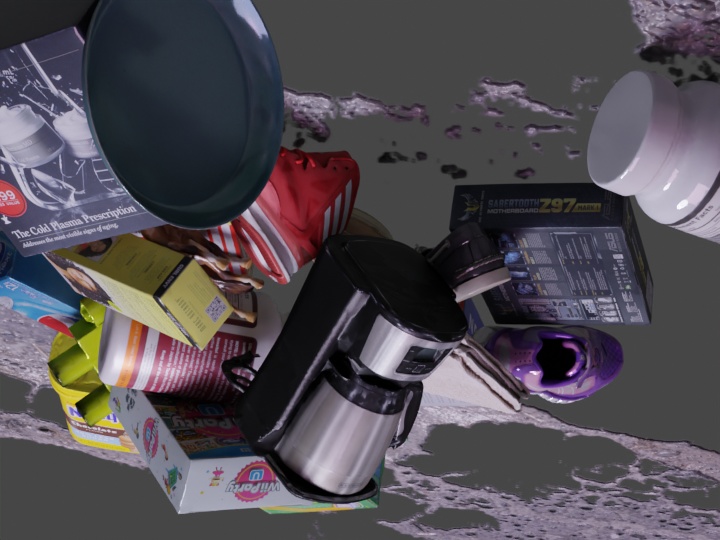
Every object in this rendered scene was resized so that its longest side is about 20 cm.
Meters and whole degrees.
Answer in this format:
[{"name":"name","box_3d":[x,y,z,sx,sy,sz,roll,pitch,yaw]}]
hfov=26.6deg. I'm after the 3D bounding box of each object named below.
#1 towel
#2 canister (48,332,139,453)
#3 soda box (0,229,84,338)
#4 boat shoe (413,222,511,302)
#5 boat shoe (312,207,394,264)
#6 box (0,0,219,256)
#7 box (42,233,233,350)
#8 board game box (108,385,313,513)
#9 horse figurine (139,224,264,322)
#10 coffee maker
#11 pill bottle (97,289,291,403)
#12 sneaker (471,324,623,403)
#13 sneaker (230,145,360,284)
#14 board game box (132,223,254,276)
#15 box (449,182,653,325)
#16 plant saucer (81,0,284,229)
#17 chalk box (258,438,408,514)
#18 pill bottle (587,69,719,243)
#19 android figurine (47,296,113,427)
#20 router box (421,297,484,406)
[{"name":"towel","box_3d":[0.055,0.083,1.449,0.199,0.035,0.132,10,156,45]},{"name":"canister","box_3d":[-0.282,0.144,1.793,0.148,0.087,0.200,8,154,-1]},{"name":"soda box","box_3d":[-0.295,0.025,1.584,0.064,0.068,0.200,-19,143,41]},{"name":"boat shoe","box_3d":[0.076,-0.001,1.384,0.072,0.063,0.200,-21,178,-19]},{"name":"boat shoe","box_3d":[0.000,0.000,1.462,0.073,0.070,0.200,-14,146,35]},{"name":"box","box_3d":[-0.223,-0.124,1.183,0.199,0.104,0.182,-11,127,32]},{"name":"box","box_3d":[-0.203,0.005,1.346,0.199,0.050,0.075,18,153,45]},{"name":"board game box","box_3d":[-0.145,0.158,1.506,0.147,0.200,0.065,2,115,-32]},{"name":"horse figurine","box_3d":[-0.151,-0.017,1.361,0.132,0.050,0.200,28,167,17]},{"name":"coffee maker","box_3d":[-0.024,0.069,1.319,0.192,0.135,0.201,37,115,18]},{"name":"pill bottle","box_3d":[-0.148,0.069,1.483,0.199,0.114,0.113,11,153,-15]},{"name":"sneaker","box_3d":[0.204,0.090,1.521,0.199,0.081,0.088,3,170,-41]},{"name":"sneaker","box_3d":[-0.075,-0.098,1.309,0.078,0.115,0.201,27,148,51]},{"name":"board game box","box_3d":[-0.185,-0.053,1.430,0.151,0.047,0.200,4,153,7]},{"name":"box","box_3d":[0.181,-0.012,1.413,0.157,0.051,0.200,-1,152,19]},{"name":"plant saucer","box_3d":[-0.131,-0.129,1.109,0.027,0.201,0.200,-4,152,39]},{"name":"chalk box","box_3d":[-0.045,0.212,1.820,0.199,0.124,0.124,-8,150,27]},{"name":"pill bottle","box_3d":[0.285,-0.080,1.189,0.199,0.117,0.116,18,151,-18]},{"name":"android figurine","box_3d":[-0.217,0.075,1.574,0.199,0.041,0.183,-32,127,-12]},{"name":"router box","box_3d":[0.047,0.084,1.635,0.178,0.049,0.200,-2,151,18]}]
